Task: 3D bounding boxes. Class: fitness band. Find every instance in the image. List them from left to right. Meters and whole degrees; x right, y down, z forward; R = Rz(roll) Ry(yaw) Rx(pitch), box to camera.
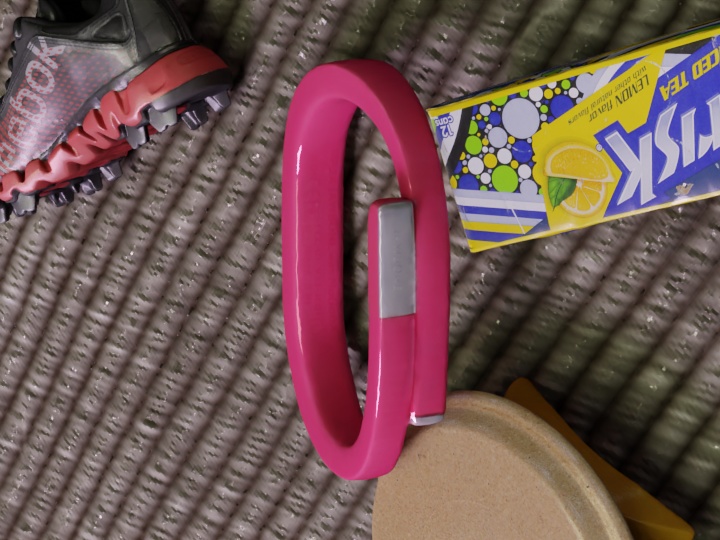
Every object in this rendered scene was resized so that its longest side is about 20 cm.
[{"bbox_3d":[0.000,0.000,1.042,0.144,0.037,0.202,-140,48,-63],"label":"fitness band"}]

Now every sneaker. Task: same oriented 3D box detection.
[{"bbox_3d":[-0.155,-0.092,1.152,0.200,0.071,0.098,-28,87,39],"label":"sneaker"}]

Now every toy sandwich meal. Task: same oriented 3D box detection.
[{"bbox_3d":[0.088,0.145,1.045,0.205,0.070,0.207,23,122,44],"label":"toy sandwich meal"}]

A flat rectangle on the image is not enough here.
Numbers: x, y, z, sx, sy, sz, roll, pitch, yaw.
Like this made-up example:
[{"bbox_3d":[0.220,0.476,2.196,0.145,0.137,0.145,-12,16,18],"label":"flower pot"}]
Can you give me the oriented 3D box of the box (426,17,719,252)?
[{"bbox_3d":[0.130,-0.064,0.936,0.199,0.064,0.071,-13,97,41],"label":"box"}]
